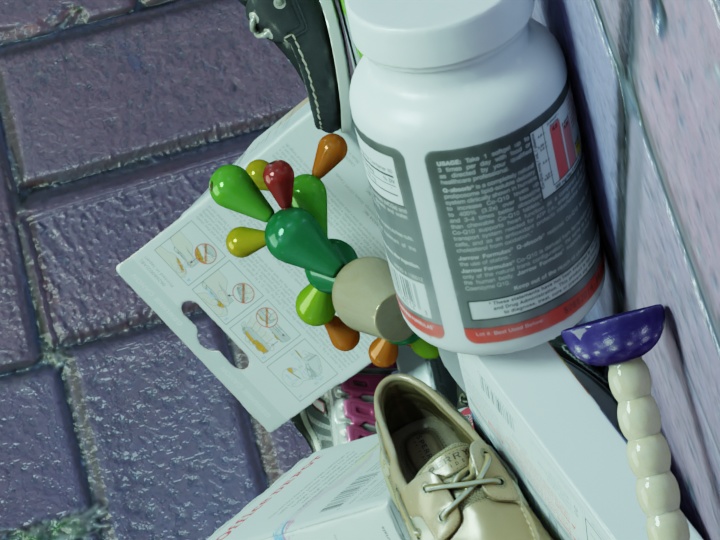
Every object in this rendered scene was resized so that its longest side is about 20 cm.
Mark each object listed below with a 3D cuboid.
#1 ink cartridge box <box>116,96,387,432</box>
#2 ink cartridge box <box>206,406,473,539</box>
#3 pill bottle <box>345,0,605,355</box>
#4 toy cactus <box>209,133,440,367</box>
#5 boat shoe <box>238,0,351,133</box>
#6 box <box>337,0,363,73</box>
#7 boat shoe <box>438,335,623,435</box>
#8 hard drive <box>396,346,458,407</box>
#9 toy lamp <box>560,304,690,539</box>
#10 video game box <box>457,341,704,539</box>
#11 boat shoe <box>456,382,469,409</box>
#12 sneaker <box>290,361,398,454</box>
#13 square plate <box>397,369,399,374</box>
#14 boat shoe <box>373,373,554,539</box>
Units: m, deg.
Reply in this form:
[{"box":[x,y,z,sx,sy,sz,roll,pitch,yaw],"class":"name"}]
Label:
[{"box":[-0.037,-0.006,1.783,0.162,0.200,0.050,47,-150,-12],"class":"ink cartridge box"},{"box":[0.011,0.162,1.690,0.200,0.147,0.086,-22,101,47],"class":"ink cartridge box"},{"box":[0.058,-0.066,1.407,0.116,0.115,0.201,-109,4,-56],"class":"pill bottle"},{"box":[0.000,0.000,1.643,0.200,0.102,0.165,50,174,-28],"class":"toy cactus"},{"box":[-0.048,-0.176,1.632,0.074,0.060,0.201,-115,11,-74],"class":"boat shoe"},{"box":[0.043,-0.127,1.621,0.200,0.096,0.177,-108,3,-51],"class":"box"},{"box":[0.111,0.058,1.589,0.069,0.057,0.200,62,164,-23],"class":"boat shoe"},{"box":[0.076,0.056,1.914,0.200,0.027,0.133,12,-116,-63],"class":"hard drive"},{"box":[0.145,0.119,1.280,0.058,0.058,0.201,145,109,-88],"class":"toy lamp"},{"box":[0.126,0.139,1.475,0.200,0.047,0.183,54,164,36],"class":"video game box"},{"box":[0.098,0.087,1.801,0.073,0.065,0.201,20,140,31],"class":"boat shoe"},{"box":[-0.012,0.074,1.874,0.087,0.073,0.201,-43,49,51],"class":"sneaker"},{"box":[0.073,0.080,1.959,0.200,0.028,0.199,39,-140,-53],"class":"square plate"},{"box":[0.052,0.128,1.484,0.200,0.071,0.065,49,164,54],"class":"boat shoe"}]
